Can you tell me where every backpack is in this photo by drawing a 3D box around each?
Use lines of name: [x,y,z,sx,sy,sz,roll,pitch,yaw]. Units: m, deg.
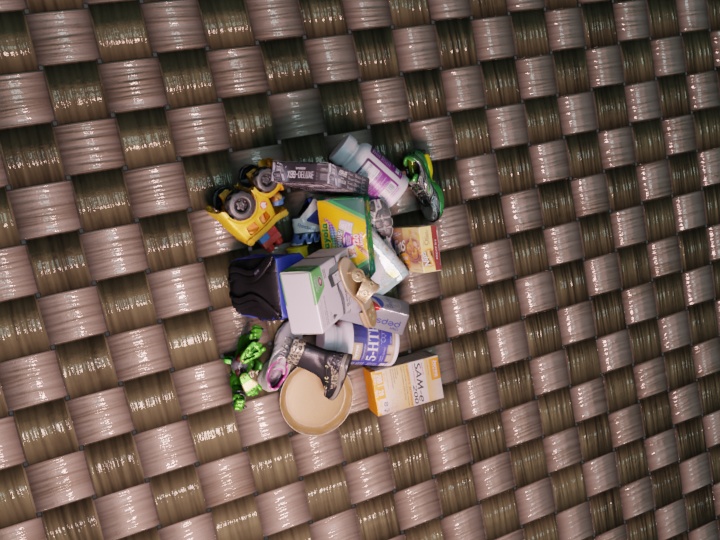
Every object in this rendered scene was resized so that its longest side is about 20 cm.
backpack: [-0.215,0.040,1.482,0.168,0.199,0.163,-4,91,-51]

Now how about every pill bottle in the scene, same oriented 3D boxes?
pill bottle: [0.019,-0.258,1.587,0.200,0.112,0.112,39,81,-17]
pill bottle: [-0.010,0.186,1.597,0.199,0.120,0.120,5,91,-19]

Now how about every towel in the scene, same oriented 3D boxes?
towel: [0.000,0.000,1.581,0.200,0.048,0.171,-38,106,21]

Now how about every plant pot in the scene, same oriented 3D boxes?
plant pot: [-0.117,0.335,1.617,0.199,0.027,0.201,-1,93,-18]

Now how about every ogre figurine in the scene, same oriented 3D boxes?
ogre figurine: [-0.286,0.230,1.506,0.098,0.120,0.201,-7,97,-22]

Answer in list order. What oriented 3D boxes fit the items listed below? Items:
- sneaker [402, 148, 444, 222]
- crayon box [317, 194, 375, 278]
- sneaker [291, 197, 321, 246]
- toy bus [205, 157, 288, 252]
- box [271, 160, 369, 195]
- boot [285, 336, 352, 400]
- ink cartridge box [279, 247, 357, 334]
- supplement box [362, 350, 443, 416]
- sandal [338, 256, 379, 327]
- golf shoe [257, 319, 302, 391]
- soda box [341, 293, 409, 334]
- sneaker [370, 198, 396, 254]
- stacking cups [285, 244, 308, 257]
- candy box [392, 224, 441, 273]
sneaker: [0.161,-0.223,1.644,0.085,0.078,0.201,-24,94,-46]
crayon box: [-0.033,-0.082,1.498,0.118,0.058,0.201,-1,106,16]
sneaker: [-0.092,-0.138,1.572,0.199,0.081,0.116,-15,98,-16]
toy bus: [-0.246,-0.150,1.502,0.200,0.136,0.192,-46,118,-14]
box: [-0.093,-0.219,1.469,0.200,0.157,0.050,5,91,-61]
boot: [-0.110,0.244,1.531,0.153,0.204,0.074,20,52,0]
ink cartridge box: [-0.091,0.042,1.408,0.084,0.200,0.147,-4,106,25]
supplement box: [0.118,0.306,1.669,0.199,0.073,0.127,-12,97,-18]
sandal: [0.018,0.049,1.456,0.212,0.069,0.078,68,31,-33]
golf shoe: [-0.193,0.218,1.552,0.075,0.091,0.201,24,84,-17]
soda box: [0.022,0.100,1.568,0.199,0.064,0.068,15,120,-4]
sneaker: [0.046,-0.097,1.607,0.080,0.084,0.201,-9,118,0]
stacking cups: [-0.143,0.037,1.574,0.060,0.060,0.201,-13,97,-17]
candy box: [0.137,-0.058,1.589,0.055,0.200,0.116,-8,96,-19]
